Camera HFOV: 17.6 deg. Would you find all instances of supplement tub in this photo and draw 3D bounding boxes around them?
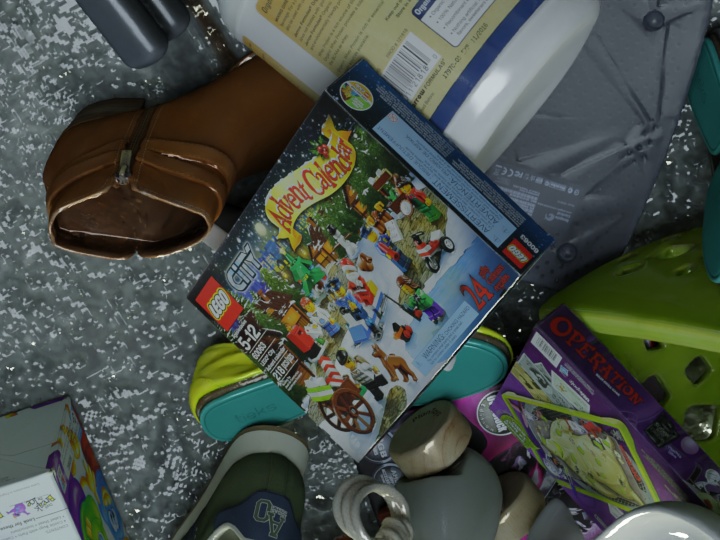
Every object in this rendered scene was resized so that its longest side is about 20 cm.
[{"bbox_3d":[0.014,-0.151,1.250,0.200,0.144,0.145,39,109,7],"label":"supplement tub"}]

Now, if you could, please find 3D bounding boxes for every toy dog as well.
[{"bbox_3d":[0.029,0.166,1.345,0.096,0.200,0.132,-31,92,33],"label":"toy dog"}]

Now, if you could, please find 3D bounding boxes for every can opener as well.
[{"bbox_3d":[-0.180,-0.198,1.311,0.067,0.053,0.200,-19,117,43],"label":"can opener"}]

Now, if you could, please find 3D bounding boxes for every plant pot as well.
[{"bbox_3d":[0.253,0.063,1.324,0.181,0.199,0.200,-36,114,-25],"label":"plant pot"}]

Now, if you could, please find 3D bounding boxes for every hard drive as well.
[{"bbox_3d":[0.113,-0.091,1.353,0.134,0.042,0.201,16,112,-7],"label":"hard drive"}]

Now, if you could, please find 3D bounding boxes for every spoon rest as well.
[{"bbox_3d":[0.153,0.166,1.283,0.060,0.200,0.100,-37,106,-24],"label":"spoon rest"}]

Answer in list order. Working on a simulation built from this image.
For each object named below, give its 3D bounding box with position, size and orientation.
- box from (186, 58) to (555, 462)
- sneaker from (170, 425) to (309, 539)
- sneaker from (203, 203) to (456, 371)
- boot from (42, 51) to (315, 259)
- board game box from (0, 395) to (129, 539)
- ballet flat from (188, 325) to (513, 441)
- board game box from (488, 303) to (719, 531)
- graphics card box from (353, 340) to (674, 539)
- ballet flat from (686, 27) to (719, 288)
[{"bbox_3d":[0.000,0.000,1.240,0.136,0.038,0.200,43,138,5],"label":"box"},{"bbox_3d":[-0.082,0.190,1.417,0.067,0.090,0.201,15,131,-11],"label":"sneaker"},{"bbox_3d":[-0.010,-0.025,1.346,0.199,0.071,0.100,25,89,28],"label":"sneaker"},{"bbox_3d":[-0.080,-0.060,1.303,0.198,0.155,0.074,-14,112,5],"label":"boot"},{"bbox_3d":[-0.196,0.199,1.441,0.104,0.103,0.201,-17,112,6],"label":"board game box"},{"bbox_3d":[-0.008,0.049,1.398,0.198,0.067,0.067,-13,132,9],"label":"ballet flat"},{"bbox_3d":[0.160,0.121,1.313,0.200,0.032,0.120,47,151,12],"label":"board game box"},{"bbox_3d":[0.100,0.112,1.436,0.198,0.051,0.126,-16,113,7],"label":"graphics card box"},{"bbox_3d":[0.221,-0.062,1.285,0.063,0.201,0.068,13,132,-11],"label":"ballet flat"}]
